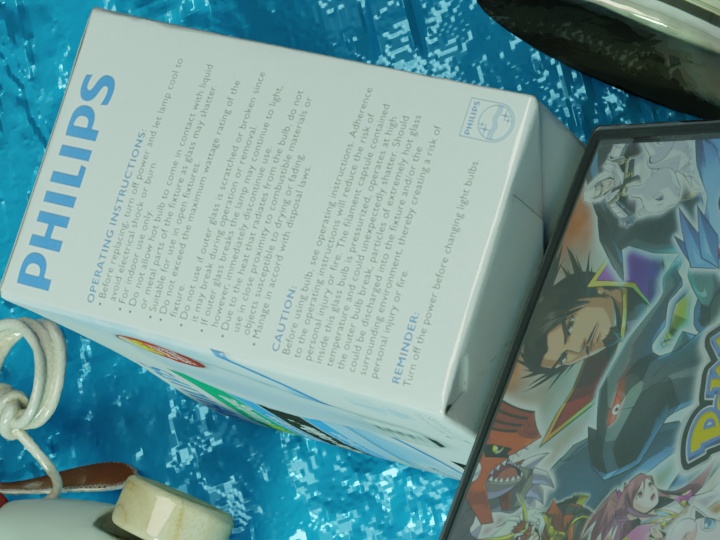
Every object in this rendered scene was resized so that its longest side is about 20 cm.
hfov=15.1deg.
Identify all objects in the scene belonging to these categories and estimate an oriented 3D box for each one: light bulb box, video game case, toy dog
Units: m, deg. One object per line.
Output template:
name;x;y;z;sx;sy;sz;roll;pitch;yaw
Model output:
light bulb box;0.000;0.000;1.078;0.199;0.198;0.126;13;79;28
video game case;0.109;0.041;0.905;0.180;0.025;0.201;0;65;55
toy dog;-0.118;0.124;1.172;0.132;0.096;0.200;-50;47;7

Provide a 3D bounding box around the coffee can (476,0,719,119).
coffee can;0.148;-0.176;1.091;0.146;0.146;0.201;20;84;27
